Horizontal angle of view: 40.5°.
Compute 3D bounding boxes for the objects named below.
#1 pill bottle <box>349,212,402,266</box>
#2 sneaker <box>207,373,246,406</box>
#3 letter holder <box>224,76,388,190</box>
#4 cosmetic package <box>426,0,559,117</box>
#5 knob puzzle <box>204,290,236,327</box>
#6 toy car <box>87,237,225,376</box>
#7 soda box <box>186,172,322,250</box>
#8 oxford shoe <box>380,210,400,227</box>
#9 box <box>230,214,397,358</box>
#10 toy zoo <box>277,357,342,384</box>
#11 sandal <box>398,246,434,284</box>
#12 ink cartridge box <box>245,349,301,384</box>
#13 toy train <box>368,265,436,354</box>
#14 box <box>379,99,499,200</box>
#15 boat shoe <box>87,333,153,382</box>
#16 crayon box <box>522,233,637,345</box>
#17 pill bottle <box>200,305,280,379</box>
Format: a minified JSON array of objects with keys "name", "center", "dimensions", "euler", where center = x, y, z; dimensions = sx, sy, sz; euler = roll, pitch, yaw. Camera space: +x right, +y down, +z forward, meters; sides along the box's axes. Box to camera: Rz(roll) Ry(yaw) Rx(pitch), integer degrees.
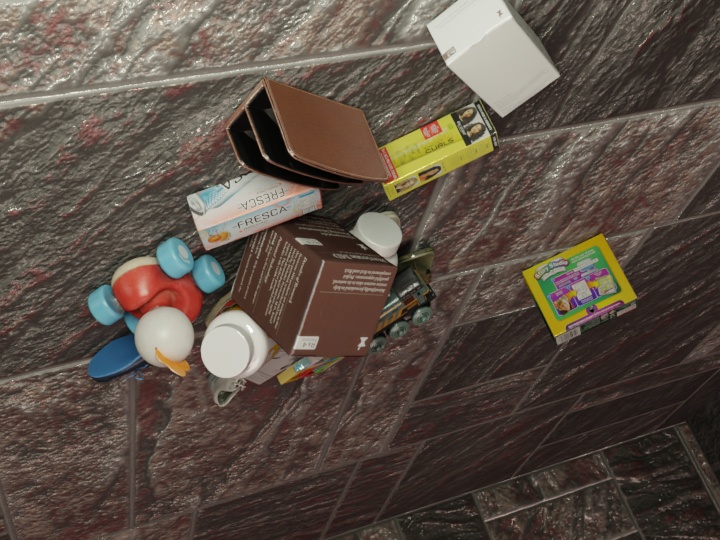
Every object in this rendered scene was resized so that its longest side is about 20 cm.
[{"name":"pill bottle","center":[0.000,0.000,1.709],"dimensions":[0.111,0.114,0.202],"euler":[-5,139,-31]},{"name":"sneaker","center":[-0.250,0.206,1.975],"dimensions":[0.072,0.072,0.201],"euler":[-4,147,-32]},{"name":"letter holder","center":[-0.071,-0.164,1.376],"dimensions":[0.198,0.144,0.100],"euler":[9,140,-47]},{"name":"cosmetic package","center":[0.192,-0.312,1.390],"dimensions":[0.112,0.082,0.199],"euler":[-33,150,18]},{"name":"knob puzzle","center":[-0.195,0.076,1.832],"dimensions":[0.216,0.031,0.221],"euler":[-19,153,-10]},{"name":"toy car","center":[-0.311,0.090,1.576],"dimensions":[0.183,0.203,0.176],"euler":[-31,152,16]},{"name":"soda box","center":[-0.160,-0.105,1.492],"dimensions":[0.197,0.069,0.064],"euler":[-21,153,-7]},{"name":"oxford shoe","center":[0.038,-0.037,1.785],"dimensions":[0.074,0.059,0.201],"euler":[-10,148,-17]},{"name":"box","center":[-0.079,0.020,1.579],"dimensions":[0.164,0.199,0.167],"euler":[5,112,-43]},{"name":"toy zoo","center":[-0.079,0.174,1.904],"dimensions":[0.130,0.021,0.199],"euler":[-34,168,25]},{"name":"sandal","center":[0.114,0.014,1.934],"dimensions":[0.078,0.058,0.202],"euler":[-18,152,-10]},{"name":"ink cartridge box","center":[-0.152,0.116,1.807],"dimensions":[0.198,0.085,0.145],"euler":[-32,153,11]},{"name":"toy train","center":[0.052,0.076,1.857],"dimensions":[0.198,0.086,0.114],"euler":[-32,141,-1]},{"name":"box","center":[0.117,-0.192,1.553],"dimensions":[0.197,0.076,0.050],"euler":[-25,151,5]},{"name":"boat shoe","center":[-0.391,0.154,1.755],"dimensions":[0.197,0.085,0.069],"euler":[-23,142,5]},{"name":"crayon box","center":[0.480,0.041,2.143],"dimensions":[0.197,0.175,0.058],"euler":[-25,150,5]},{"name":"pill bottle","center":[-0.198,0.117,1.631],"dimensions":[0.110,0.112,0.200],"euler":[-28,-178,11]}]
